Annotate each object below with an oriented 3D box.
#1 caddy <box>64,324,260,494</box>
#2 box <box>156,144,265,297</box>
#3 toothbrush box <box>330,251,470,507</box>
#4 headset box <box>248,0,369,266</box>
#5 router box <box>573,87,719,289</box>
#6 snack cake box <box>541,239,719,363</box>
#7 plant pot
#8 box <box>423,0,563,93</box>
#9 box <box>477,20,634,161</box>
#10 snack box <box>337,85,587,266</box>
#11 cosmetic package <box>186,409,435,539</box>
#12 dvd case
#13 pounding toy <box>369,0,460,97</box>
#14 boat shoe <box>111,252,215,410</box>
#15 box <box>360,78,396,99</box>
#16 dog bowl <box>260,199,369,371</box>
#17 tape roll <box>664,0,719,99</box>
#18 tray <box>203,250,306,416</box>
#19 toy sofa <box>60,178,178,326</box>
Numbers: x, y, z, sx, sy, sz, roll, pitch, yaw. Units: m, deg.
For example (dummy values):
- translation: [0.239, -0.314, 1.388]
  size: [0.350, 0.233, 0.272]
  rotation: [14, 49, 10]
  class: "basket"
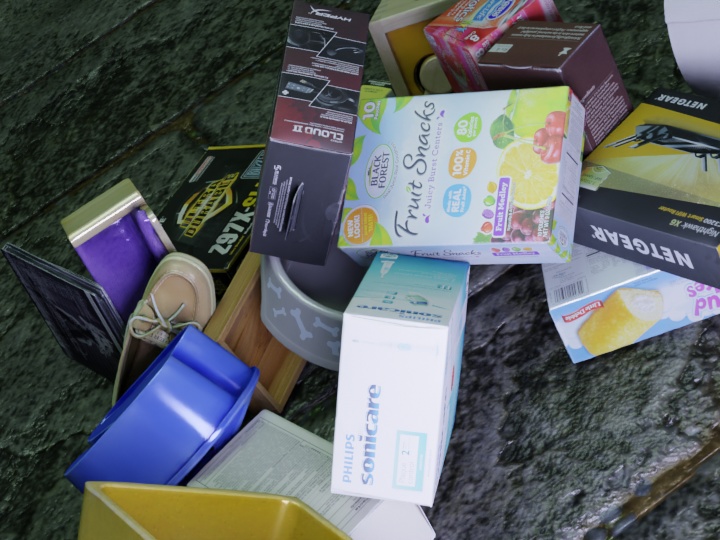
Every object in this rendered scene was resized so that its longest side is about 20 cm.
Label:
- translation: [-0.169, 0.148, 1.530]
  size: [0.200, 0.105, 0.142]
  rotation: [-47, 9, 25]
  class: "caddy"
- translation: [-0.146, -0.055, 1.860]
  size: [0.159, 0.050, 0.201]
  rotation: [3, 45, 37]
  class: "box"
- translation: [0.034, 0.081, 1.379]
  size: [0.085, 0.148, 0.200]
  rotation: [7, 14, 8]
  class: "toothbrush box"
- translation: [-0.046, -0.116, 1.533]
  size: [0.077, 0.149, 0.201]
  rotation: [11, 50, -3]
  class: "headset box"
- translation: [0.278, -0.072, 1.433]
  size: [0.157, 0.052, 0.199]
  rotation: [-44, 35, -20]
  class: "router box"
- translation: [0.258, -0.010, 1.476]
  size: [0.199, 0.067, 0.115]
  rotation: [-20, 33, 14]
  class: "snack cake box"
- translation: [-0.100, 0.285, 1.236]
  size: [0.194, 0.194, 0.202]
  rotation: [27, 104, 52]
  class: "plant pot"
- translation: [0.156, -0.169, 1.639]
  size: [0.099, 0.201, 0.095]
  rotation: [-36, 32, -10]
  class: "box"
- translation: [0.194, -0.124, 1.551]
  size: [0.100, 0.201, 0.075]
  rotation: [12, 51, 46]
  class: "box"
- translation: [0.087, -0.078, 1.470]
  size: [0.198, 0.053, 0.143]
  rotation: [-1, 69, 28]
  class: "snack box"
- translation: [-0.044, 0.199, 1.429]
  size: [0.103, 0.073, 0.199]
  rotation: [-43, 36, -19]
  class: "cosmetic package"
- translation: [-0.279, 0.053, 1.728]
  size: [0.016, 0.149, 0.199]
  rotation: [-40, 34, -22]
  class: "dvd case"
- translation: [0.096, -0.197, 1.762]
  size: [0.199, 0.185, 0.142]
  rotation: [-15, 24, 21]
  class: "pounding toy"
- translation: [-0.188, 0.078, 1.608]
  size: [0.073, 0.201, 0.063]
  rotation: [21, 27, 6]
  class: "boat shoe"
- translation: [-0.020, -0.111, 1.813]
  size: [0.050, 0.076, 0.200]
  rotation: [13, 51, 45]
  class: "box"
- translation: [0.000, 0.000, 1.581]
  size: [0.198, 0.059, 0.201]
  rotation: [4, 47, -4]
  class: "dog bowl"
- translation: [0.385, -0.256, 1.578]
  size: [0.138, 0.203, 0.203]
  rotation: [3, 45, 39]
  class: "tape roll"
- translation: [-0.080, 0.033, 1.645]
  size: [0.037, 0.099, 0.201]
  rotation: [-15, 35, 40]
  class: "tray"
- translation: [-0.203, 0.020, 1.668]
  size: [0.082, 0.201, 0.098]
  rotation: [-32, 28, -5]
  class: "toy sofa"
